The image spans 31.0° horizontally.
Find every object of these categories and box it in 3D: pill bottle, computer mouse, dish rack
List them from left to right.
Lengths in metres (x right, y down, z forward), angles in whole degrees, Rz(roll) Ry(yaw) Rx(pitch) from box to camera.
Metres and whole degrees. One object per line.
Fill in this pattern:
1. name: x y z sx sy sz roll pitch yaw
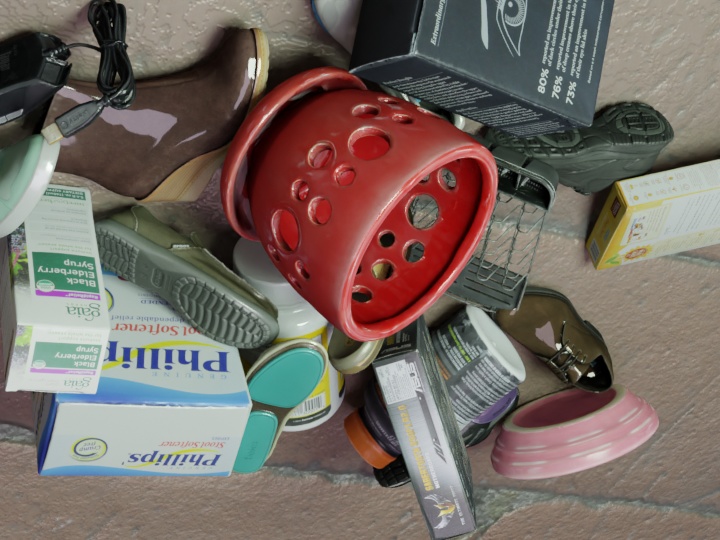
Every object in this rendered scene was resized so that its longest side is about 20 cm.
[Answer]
1. computer mouse: -0.270 -0.138 1.066 0.199 0.141 0.046 -23 140 0
2. pill bottle: -0.074 0.057 1.318 0.114 0.115 0.201 -11 132 -11
3. pill bottle: 0.076 0.136 1.446 0.200 0.106 0.106 -39 131 15
4. dish rack: 0.109 -0.043 1.291 0.153 0.055 0.201 24 131 15

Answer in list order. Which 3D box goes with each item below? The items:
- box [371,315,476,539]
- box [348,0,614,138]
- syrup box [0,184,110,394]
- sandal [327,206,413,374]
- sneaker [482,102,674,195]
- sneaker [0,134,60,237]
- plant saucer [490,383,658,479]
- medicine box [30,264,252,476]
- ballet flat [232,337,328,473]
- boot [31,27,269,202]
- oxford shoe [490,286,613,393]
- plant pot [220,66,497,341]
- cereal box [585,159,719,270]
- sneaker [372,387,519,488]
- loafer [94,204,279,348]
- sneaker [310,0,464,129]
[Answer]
1. box: 0.065 0.147 1.312 0.048 0.158 0.201 -16 106 7
2. box: 0.107 -0.215 1.114 0.199 0.104 0.149 17 80 -30
3. syrup box: -0.275 0.013 1.150 0.078 0.200 0.082 4 128 -22
4. sandal: 0.000 0.000 1.249 0.054 0.201 0.080 31 152 -34
5. sneaker: 0.215 -0.114 1.309 0.199 0.076 0.091 -1 139 -14
6. sneaker: -0.351 -0.079 1.102 0.200 0.074 0.118 -26 134 34
7. plant saucer: 0.243 0.181 1.511 0.200 0.201 0.051 -19 96 -3
8. medicine box: -0.216 0.092 1.238 0.181 0.200 0.103 4 128 -22
9. ballet flat: -0.089 0.115 1.252 0.069 0.070 0.200 11 132 -27
10. boot: -0.184 -0.143 1.135 0.166 0.073 0.200 12 127 -31
11. oxford shoe: 0.226 0.080 1.467 0.200 0.085 0.073 29 117 -35
12. plant pot: -0.006 -0.068 1.142 0.200 0.182 0.201 -35 148 -26
13. cereal box: 0.352 -0.066 1.387 0.199 0.040 0.144 -13 154 -11
14. sneaker: 0.106 0.197 1.533 0.200 0.076 0.087 -42 136 17
15. loafer: -0.155 -0.002 1.217 0.200 0.070 0.075 34 139 0
16. sneaker: 0.036 -0.192 1.165 0.075 0.087 0.200 -39 129 17
